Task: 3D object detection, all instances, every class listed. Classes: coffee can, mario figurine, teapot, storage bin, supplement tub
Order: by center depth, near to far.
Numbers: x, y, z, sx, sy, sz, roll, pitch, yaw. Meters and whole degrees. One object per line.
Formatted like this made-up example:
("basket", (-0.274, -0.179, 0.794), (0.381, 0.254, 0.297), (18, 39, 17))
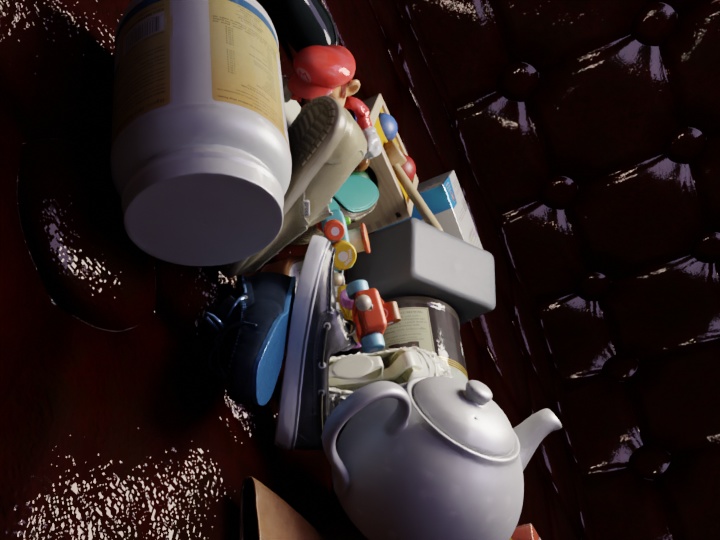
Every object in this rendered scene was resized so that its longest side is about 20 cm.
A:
("supplement tub", (-0.131, -0.122, 0.639), (0.145, 0.143, 0.203), (45, 31, -54))
("teapot", (0.073, 0.166, 0.716), (0.196, 0.148, 0.200), (30, 19, 8))
("mario figurine", (-0.046, -0.184, 0.943), (0.201, 0.122, 0.107), (69, 6, -62))
("coffee can", (0.064, 0.156, 0.946), (0.147, 0.144, 0.202), (50, 27, -48))
("storage bin", (0.080, 0.003, 1.023), (0.198, 0.134, 0.148), (21, 60, -35))

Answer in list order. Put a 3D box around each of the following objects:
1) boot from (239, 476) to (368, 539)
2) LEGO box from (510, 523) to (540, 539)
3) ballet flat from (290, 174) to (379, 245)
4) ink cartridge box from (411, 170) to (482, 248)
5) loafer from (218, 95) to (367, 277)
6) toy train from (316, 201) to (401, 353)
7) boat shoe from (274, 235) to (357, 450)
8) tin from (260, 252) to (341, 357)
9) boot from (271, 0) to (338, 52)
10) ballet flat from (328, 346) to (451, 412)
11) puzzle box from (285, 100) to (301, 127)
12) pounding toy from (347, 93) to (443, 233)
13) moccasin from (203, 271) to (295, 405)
("boot", (-0.049, 0.234, 0.697), (0.200, 0.068, 0.190), (45, 37, -40))
("LEGO box", (0.092, 0.347, 0.736), (0.078, 0.197, 0.150), (57, 22, -34))
("ballet flat", (-0.044, -0.073, 0.974), (0.068, 0.075, 0.200), (47, 27, 5))
("ink cartridge box", (0.124, -0.045, 1.343), (0.203, 0.143, 0.147), (68, 18, -9))
("loafer", (-0.062, -0.063, 0.703), (0.068, 0.200, 0.076), (20, 35, -39))
("toy train", (0.000, 0.000, 0.808), (0.151, 0.055, 0.203), (98, -22, -63))
("boat shoe", (-0.036, 0.071, 0.733), (0.070, 0.065, 0.203), (112, -14, -81))
("tin", (-0.057, 0.035, 0.885), (0.113, 0.041, 0.200), (66, 17, -1))
("boot", (-0.111, -0.392, 1.096), (0.202, 0.076, 0.168), (62, 14, -4))
("ballet flat", (0.022, 0.113, 0.818), (0.197, 0.072, 0.073), (-4, 69, -27))
("puzzle box", (-0.106, -0.191, 0.992), (0.200, 0.025, 0.135), (51, 26, -48))
("pounding toy", (0.031, -0.147, 1.168), (0.186, 0.140, 0.201), (63, 18, -21))
("moccasin", (-0.100, 0.058, 0.678), (0.200, 0.067, 0.082), (-87, -174, -74))
